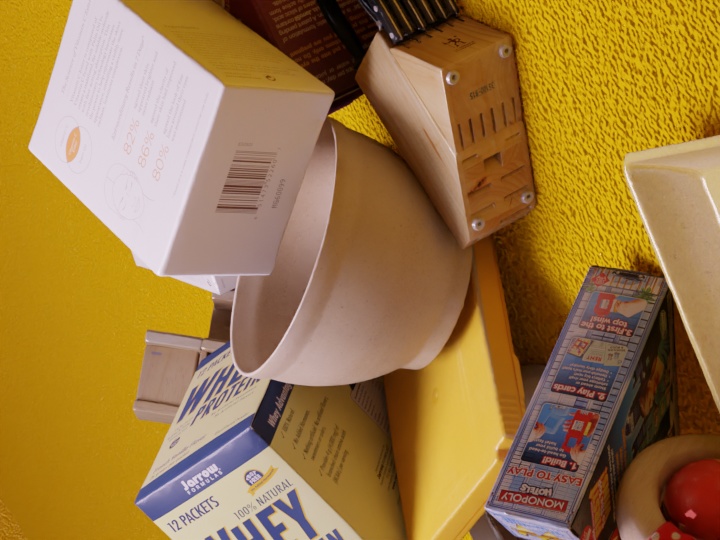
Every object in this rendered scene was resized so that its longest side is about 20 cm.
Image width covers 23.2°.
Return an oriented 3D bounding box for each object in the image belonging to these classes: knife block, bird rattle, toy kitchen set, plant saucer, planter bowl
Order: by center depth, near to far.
[{"bbox_3d":[0.254,0.007,1.004,0.200,0.048,0.201,-6,108,65],"label":"plant saucer"},{"bbox_3d":[0.220,0.172,1.087,0.164,0.198,0.113,-107,10,-48],"label":"bird rattle"},{"bbox_3d":[0.041,-0.137,1.275,0.175,0.064,0.201,32,142,50],"label":"knife block"},{"bbox_3d":[0.000,0.000,1.313,0.201,0.134,0.201,-54,26,42],"label":"planter bowl"},{"bbox_3d":[-0.104,0.054,1.620,0.181,0.198,0.164,89,-171,-72],"label":"toy kitchen set"}]

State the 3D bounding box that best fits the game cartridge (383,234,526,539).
[{"bbox_3d":[0.070,0.098,1.337,0.177,0.032,0.201,122,148,-46],"label":"game cartridge"}]

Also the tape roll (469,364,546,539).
[{"bbox_3d":[0.148,0.178,1.369,0.202,0.070,0.203,45,150,35],"label":"tape roll"}]

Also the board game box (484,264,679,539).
[{"bbox_3d":[0.151,0.137,1.159,0.061,0.200,0.201,10,128,27],"label":"board game box"}]

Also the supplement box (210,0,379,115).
[{"bbox_3d":[-0.068,-0.216,1.367,0.201,0.103,0.131,63,155,-2],"label":"supplement box"}]

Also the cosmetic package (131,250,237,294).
[{"bbox_3d":[-0.149,-0.046,1.704,0.200,0.107,0.085,16,129,58],"label":"cosmetic package"}]

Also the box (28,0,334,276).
[{"bbox_3d":[-0.136,-0.109,1.290,0.200,0.106,0.153,41,119,39],"label":"box"}]

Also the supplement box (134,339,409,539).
[{"bbox_3d":[-0.044,0.163,1.417,0.134,0.200,0.200,-34,109,29],"label":"supplement box"}]

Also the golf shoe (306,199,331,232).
[{"bbox_3d":[-0.020,-0.017,1.484,0.078,0.097,0.201,48,154,26],"label":"golf shoe"}]
